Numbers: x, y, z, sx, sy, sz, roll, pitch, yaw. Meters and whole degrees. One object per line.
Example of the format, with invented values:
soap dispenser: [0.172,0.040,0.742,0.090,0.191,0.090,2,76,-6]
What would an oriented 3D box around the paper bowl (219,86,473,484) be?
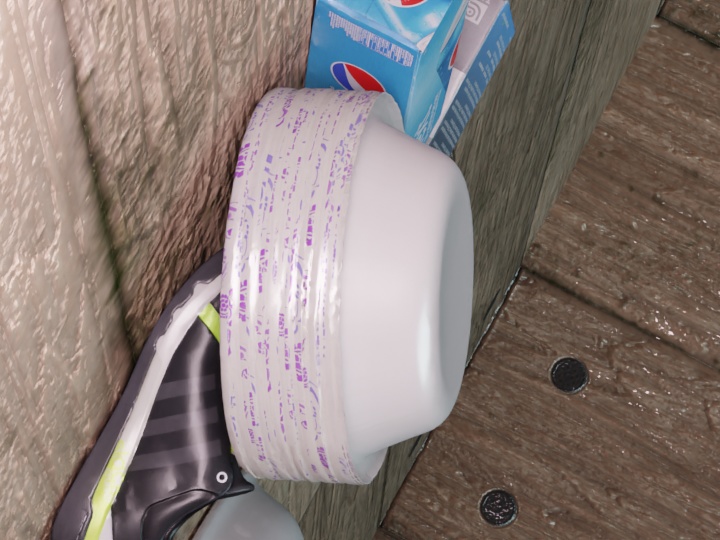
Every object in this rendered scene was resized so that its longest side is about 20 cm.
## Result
paper bowl: [-0.002,0.008,1.494,0.201,0.104,0.202,3,90,-78]

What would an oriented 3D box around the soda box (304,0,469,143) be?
soda box: [0.012,-0.113,1.579,0.068,0.064,0.200,-60,174,-21]

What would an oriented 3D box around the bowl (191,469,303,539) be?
bowl: [-0.092,0.251,2.143,0.202,0.090,0.201,-62,173,-12]

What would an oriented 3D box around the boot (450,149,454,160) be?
boot: [0.000,0.000,1.900,0.200,0.075,0.097,-63,177,24]

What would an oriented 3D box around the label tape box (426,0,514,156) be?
label tape box: [0.021,-0.080,1.777,0.201,0.063,0.144,-62,174,-1]

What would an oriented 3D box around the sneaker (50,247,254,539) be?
sneaker: [-0.085,0.085,1.532,0.201,0.083,0.072,-62,174,-1]
